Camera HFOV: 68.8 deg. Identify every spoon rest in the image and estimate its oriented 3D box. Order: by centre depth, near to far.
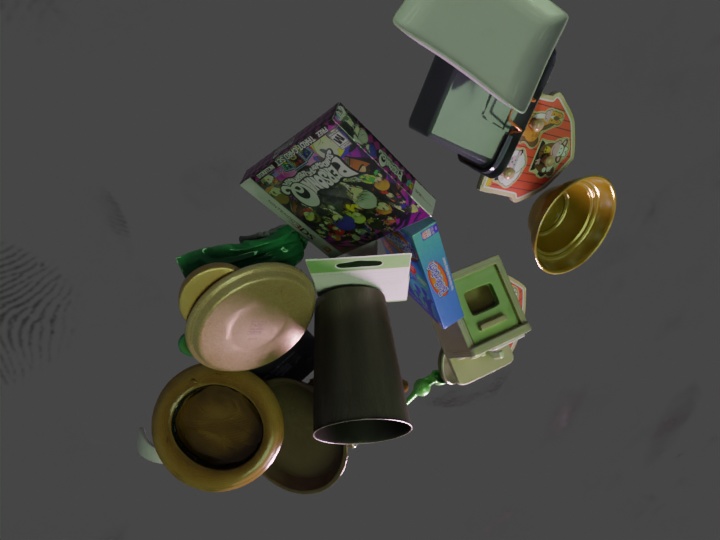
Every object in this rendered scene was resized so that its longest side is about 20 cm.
[{"bbox_3d":[-0.265,0.288,0.882,0.199,0.061,0.100,3,116,-31],"label":"spoon rest"}]

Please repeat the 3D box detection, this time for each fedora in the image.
[{"bbox_3d":[-0.217,0.237,0.819,0.199,0.082,0.202,0,83,-4],"label":"fedora"}]

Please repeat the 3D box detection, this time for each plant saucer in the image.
[{"bbox_3d":[-0.107,0.265,0.855,0.029,0.199,0.201,-27,141,-64],"label":"plant saucer"}]

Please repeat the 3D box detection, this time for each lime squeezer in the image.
[{"bbox_3d":[0.153,0.246,1.117,0.199,0.038,0.071,-29,129,-14],"label":"lime squeezer"}]

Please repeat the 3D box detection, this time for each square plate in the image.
[{"bbox_3d":[0.158,-0.319,0.679,0.198,0.028,0.201,32,67,-7],"label":"square plate"}]

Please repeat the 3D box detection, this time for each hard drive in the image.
[{"bbox_3d":[-0.154,0.123,0.858,0.135,0.042,0.200,-43,131,-1],"label":"hard drive"}]

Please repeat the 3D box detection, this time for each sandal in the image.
[{"bbox_3d":[0.221,0.147,1.077,0.080,0.057,0.202,13,106,-41],"label":"sandal"}]

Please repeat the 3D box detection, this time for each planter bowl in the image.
[{"bbox_3d":[0.386,-0.100,1.013,0.199,0.083,0.201,-15,125,-23],"label":"planter bowl"}]

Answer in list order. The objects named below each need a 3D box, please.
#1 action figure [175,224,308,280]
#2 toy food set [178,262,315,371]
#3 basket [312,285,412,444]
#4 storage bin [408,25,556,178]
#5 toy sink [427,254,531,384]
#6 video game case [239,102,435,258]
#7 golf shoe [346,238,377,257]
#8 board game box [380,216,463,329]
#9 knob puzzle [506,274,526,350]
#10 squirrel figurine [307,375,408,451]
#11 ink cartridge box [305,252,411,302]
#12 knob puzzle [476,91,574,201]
[{"bbox_3d":[-0.153,-0.015,0.768,0.199,0.055,0.119,-27,127,-18],"label":"action figure"},{"bbox_3d":[-0.156,0.067,0.744,0.199,0.049,0.199,-12,132,-30],"label":"toy food set"},{"bbox_3d":[-0.006,0.137,0.773,0.135,0.201,0.180,-13,152,12],"label":"basket"},{"bbox_3d":[0.169,-0.253,0.767,0.134,0.146,0.201,13,111,-24],"label":"storage bin"},{"bbox_3d":[0.213,0.092,0.945,0.130,0.112,0.201,-20,85,-18],"label":"toy sink"},{"bbox_3d":[-0.033,-0.104,0.693,0.181,0.199,0.036,39,50,-29],"label":"video game case"},{"bbox_3d":[-0.008,-0.083,0.788,0.072,0.092,0.201,-31,131,-14],"label":"golf shoe"},{"bbox_3d":[0.086,-0.022,0.840,0.045,0.152,0.201,-31,128,-9],"label":"board game box"},{"bbox_3d":[0.269,0.091,1.053,0.218,0.030,0.221,-3,96,-28],"label":"knob puzzle"},{"bbox_3d":[-0.033,0.242,0.945,0.199,0.142,0.187,-25,147,-37],"label":"squirrel figurine"},{"bbox_3d":[0.000,0.000,0.777,0.145,0.048,0.200,-4,157,1],"label":"ink cartridge box"},{"bbox_3d":[0.315,-0.212,0.929,0.219,0.030,0.221,-15,124,-23],"label":"knob puzzle"}]
